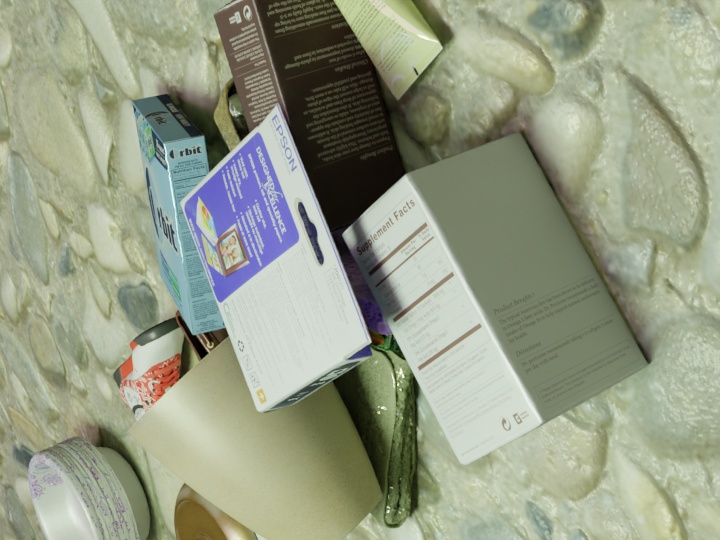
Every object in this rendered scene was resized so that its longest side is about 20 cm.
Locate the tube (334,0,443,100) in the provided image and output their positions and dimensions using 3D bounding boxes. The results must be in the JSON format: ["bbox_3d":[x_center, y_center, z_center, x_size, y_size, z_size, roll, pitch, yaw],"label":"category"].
[{"bbox_3d":[-0.005,-0.236,1.102,0.201,0.052,0.058,58,-175,10],"label":"tube"}]

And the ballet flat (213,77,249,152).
[{"bbox_3d":[-0.082,-0.109,1.240,0.201,0.070,0.071,-120,30,-43],"label":"ballet flat"}]

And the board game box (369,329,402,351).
[{"bbox_3d":[-0.001,0.034,1.194,0.199,0.104,0.024,20,106,50],"label":"board game box"}]

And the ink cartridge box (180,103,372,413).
[{"bbox_3d":[-0.060,-0.006,1.111,0.200,0.043,0.200,-35,73,55],"label":"ink cartridge box"}]

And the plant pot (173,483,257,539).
[{"bbox_3d":[-0.176,0.349,1.701,0.200,0.027,0.202,33,134,42],"label":"plant pot"}]

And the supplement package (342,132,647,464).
[{"bbox_3d":[0.097,0.020,1.032,0.201,0.116,0.117,63,147,9],"label":"supplement package"}]

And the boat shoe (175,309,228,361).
[{"bbox_3d":[-0.137,0.123,1.475,0.070,0.070,0.201,-27,87,56],"label":"boat shoe"}]

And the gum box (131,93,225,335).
[{"bbox_3d":[-0.184,-0.060,1.414,0.170,0.044,0.202,-132,34,-62],"label":"gum box"}]

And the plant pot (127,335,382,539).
[{"bbox_3d":[-0.079,0.162,1.270,0.200,0.187,0.187,49,145,1],"label":"plant pot"}]

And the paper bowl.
[{"bbox_3d":[-0.359,0.322,1.879,0.200,0.104,0.202,31,131,43],"label":"paper bowl"}]

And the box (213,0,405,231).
[{"bbox_3d":[-0.038,-0.136,1.156,0.075,0.100,0.202,-9,100,57],"label":"box"}]

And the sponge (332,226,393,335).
[{"bbox_3d":[0.000,0.000,1.166,0.199,0.111,0.030,21,123,49],"label":"sponge"}]

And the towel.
[{"bbox_3d":[-0.003,0.135,1.317,0.148,0.036,0.202,34,134,43],"label":"towel"}]

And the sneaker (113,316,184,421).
[{"bbox_3d":[-0.227,0.133,1.616,0.109,0.067,0.201,61,150,10],"label":"sneaker"}]
